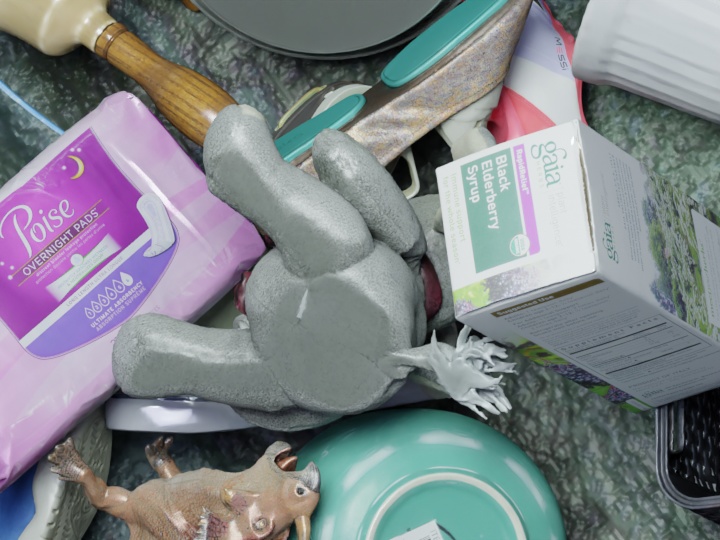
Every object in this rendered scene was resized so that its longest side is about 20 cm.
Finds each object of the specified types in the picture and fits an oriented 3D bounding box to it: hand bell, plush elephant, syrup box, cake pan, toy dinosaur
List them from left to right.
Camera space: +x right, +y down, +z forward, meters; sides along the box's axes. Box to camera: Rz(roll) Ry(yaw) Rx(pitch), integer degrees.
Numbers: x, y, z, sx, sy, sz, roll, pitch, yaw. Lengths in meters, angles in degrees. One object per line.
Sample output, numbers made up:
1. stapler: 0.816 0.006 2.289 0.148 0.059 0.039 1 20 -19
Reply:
1. hand bell: -0.129 -0.118 1.625 0.200 0.104 0.104 39 87 19
2. toy dinosaur: -0.092 0.159 1.559 0.086 0.201 0.136 -26 54 -31
3. cake pan: -0.022 -0.203 1.610 0.199 0.037 0.201 2 112 4
4. plush elephant: 0.000 0.000 1.526 0.199 0.155 0.165 21 113 7
5. syrup box: 0.120 0.001 1.469 0.081 0.200 0.079 -19 65 27

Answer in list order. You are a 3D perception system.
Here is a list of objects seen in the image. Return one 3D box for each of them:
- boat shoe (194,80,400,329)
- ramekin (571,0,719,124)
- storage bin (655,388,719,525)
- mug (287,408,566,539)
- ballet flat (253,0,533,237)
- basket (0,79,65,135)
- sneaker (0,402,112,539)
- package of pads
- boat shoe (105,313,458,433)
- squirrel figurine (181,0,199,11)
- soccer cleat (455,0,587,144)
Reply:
1. boat shoe: -0.048 -0.018 1.672 0.072 0.061 0.202 37 89 -21
2. ramekin: 0.197 -0.174 1.592 0.097 0.200 0.201 26 83 7
3. storage bin: 0.259 0.058 1.541 0.199 0.094 0.136 -10 69 31
4. mug: 0.045 0.153 1.564 0.184 0.114 0.153 21 82 -10
5. ballet flat: 0.024 -0.078 1.615 0.200 0.068 0.067 -35 108 6
6. basket: -0.250 -0.024 1.667 0.176 0.139 0.200 40 94 13
7. sneaker: -0.211 0.143 1.636 0.111 0.077 0.201 23 109 15
8. package of pads: -0.160 0.012 1.567 0.121 0.076 0.200 47 67 0
9. boat shoe: -0.043 0.048 1.626 0.199 0.074 0.066 -8 93 -18
10. squirrel figurine: -0.057 -0.223 1.682 0.200 0.141 0.187 37 93 19
11. soccer cleat: 0.084 -0.134 1.677 0.076 0.067 0.201 -6 68 -21
